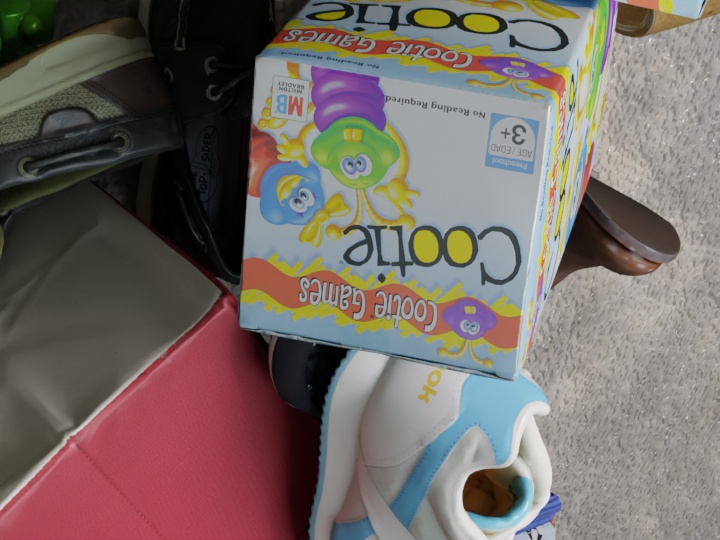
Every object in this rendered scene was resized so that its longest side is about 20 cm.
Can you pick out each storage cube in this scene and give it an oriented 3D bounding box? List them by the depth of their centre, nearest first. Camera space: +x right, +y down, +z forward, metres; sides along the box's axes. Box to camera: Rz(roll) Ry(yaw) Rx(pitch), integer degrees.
[{"bbox_3d":[-0.123,0.080,0.827,0.171,0.200,0.180,-44,137,-11],"label":"storage cube"}]

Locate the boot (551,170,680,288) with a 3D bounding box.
[{"bbox_3d":[0.065,0.041,0.917,0.064,0.186,0.201,29,98,-15],"label":"boot"}]

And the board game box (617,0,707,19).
[{"bbox_3d":[0.098,-0.209,0.706,0.105,0.102,0.201,104,-1,-52],"label":"board game box"}]

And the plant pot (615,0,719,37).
[{"bbox_3d":[0.186,-0.212,0.933,0.200,0.186,0.187,-38,141,-14],"label":"plant pot"}]

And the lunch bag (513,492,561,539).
[{"bbox_3d":[0.001,0.144,1.009,0.160,0.199,0.076,-7,99,-62],"label":"lunch bag"}]

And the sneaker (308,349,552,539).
[{"bbox_3d":[0.031,0.097,0.775,0.077,0.081,0.201,-48,156,-28],"label":"sneaker"}]

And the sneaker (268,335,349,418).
[{"bbox_3d":[0.000,0.000,0.812,0.200,0.082,0.072,-31,146,-57],"label":"sneaker"}]

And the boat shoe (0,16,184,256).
[{"bbox_3d":[-0.164,-0.029,0.752,0.200,0.066,0.072,-30,176,0],"label":"boat shoe"}]

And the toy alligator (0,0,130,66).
[{"bbox_3d":[-0.158,-0.096,0.760,0.199,0.054,0.060,-18,131,-38],"label":"toy alligator"}]

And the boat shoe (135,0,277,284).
[{"bbox_3d":[-0.061,-0.079,0.867,0.074,0.066,0.200,-17,131,-41],"label":"boat shoe"}]

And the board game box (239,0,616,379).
[{"bbox_3d":[0.033,-0.058,0.720,0.200,0.104,0.104,-61,159,-61],"label":"board game box"}]
